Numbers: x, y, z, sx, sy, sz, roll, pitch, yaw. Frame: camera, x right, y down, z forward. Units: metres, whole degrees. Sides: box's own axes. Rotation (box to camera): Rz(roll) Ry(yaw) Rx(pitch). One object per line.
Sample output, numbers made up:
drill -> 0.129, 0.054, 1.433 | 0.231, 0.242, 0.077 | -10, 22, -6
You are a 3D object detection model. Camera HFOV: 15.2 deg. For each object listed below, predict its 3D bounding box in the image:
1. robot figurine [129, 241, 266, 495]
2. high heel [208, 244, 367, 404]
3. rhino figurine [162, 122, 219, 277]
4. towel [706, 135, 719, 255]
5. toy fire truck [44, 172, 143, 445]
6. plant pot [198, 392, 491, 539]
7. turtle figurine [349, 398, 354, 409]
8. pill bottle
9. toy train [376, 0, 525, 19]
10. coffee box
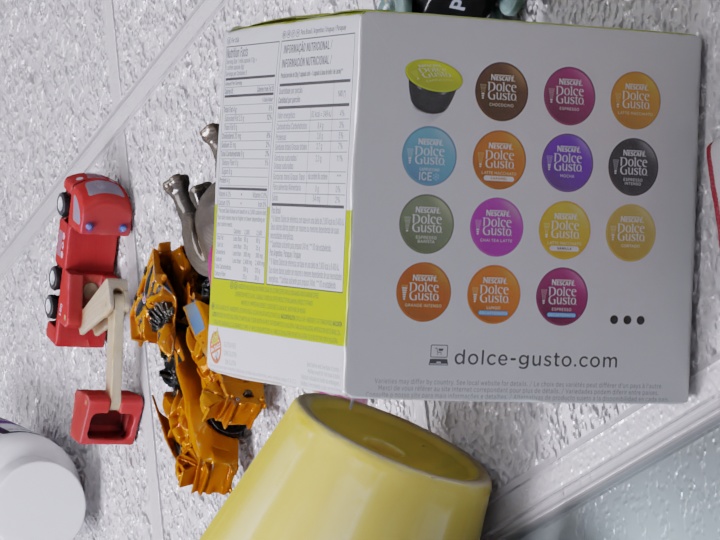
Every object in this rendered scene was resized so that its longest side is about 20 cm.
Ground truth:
robot figurine -> -0.124, 0.061, 2.013 | 0.200, 0.058, 0.145 | -113, 35, -42
high heel -> -0.047, 0.007, 1.820 | 0.200, 0.067, 0.096 | -128, 35, -48
rhino figurine -> -0.079, -0.062, 1.917 | 0.200, 0.060, 0.088 | -49, 58, 53
towel -> 0.223, -0.028, 1.279 | 0.200, 0.023, 0.145 | 144, 125, -61
toy fire truck -> -0.217, 0.031, 2.239 | 0.141, 0.049, 0.201 | -144, 59, -61
plant pot -> -0.017, 0.184, 1.621 | 0.201, 0.200, 0.189 | 39, 109, 61
turtle figurine -> 0.000, 0.000, 1.686 | 0.149, 0.101, 0.201 | -5, 67, 45
pill bottle -> -0.309, 0.192, 2.360 | 0.200, 0.111, 0.112 | -168, 81, -66
toy train -> 0.061, -0.201, 1.594 | 0.200, 0.085, 0.114 | 113, 160, -44
coffee box -> 0.047, -0.034, 1.459 | 0.200, 0.199, 0.198 | -176, 88, -67
